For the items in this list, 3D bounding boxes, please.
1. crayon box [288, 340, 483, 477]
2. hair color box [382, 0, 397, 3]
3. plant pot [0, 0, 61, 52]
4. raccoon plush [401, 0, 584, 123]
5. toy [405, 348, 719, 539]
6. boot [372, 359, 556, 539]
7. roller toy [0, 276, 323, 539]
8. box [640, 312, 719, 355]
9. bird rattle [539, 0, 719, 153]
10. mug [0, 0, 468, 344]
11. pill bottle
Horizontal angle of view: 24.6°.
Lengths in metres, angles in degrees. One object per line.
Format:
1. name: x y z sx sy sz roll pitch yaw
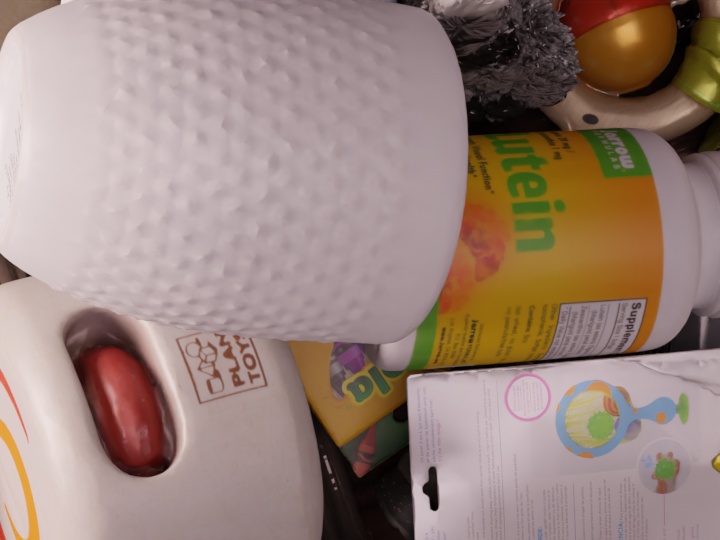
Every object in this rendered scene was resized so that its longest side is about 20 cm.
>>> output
1. crayon box: 0.000 0.000 0.878 0.126 0.051 0.201 -35 101 -5
2. hair color box: -0.010 -0.216 0.827 0.060 0.099 0.202 4 95 -9
3. plant pot: -0.176 -0.105 0.784 0.187 0.187 0.201 -39 113 -3
4. raccoon plush: 0.062 -0.157 0.795 0.096 0.200 0.135 -2 77 -8
5. toy: 0.122 0.098 0.829 0.198 0.047 0.116 -4 98 -3
6. boot: 0.114 0.128 0.883 0.200 0.068 0.131 40 99 -19
7. roller toy: -0.101 0.085 0.793 0.139 0.200 0.184 -14 114 -24
8. box: 0.237 0.048 0.922 0.156 0.050 0.202 3 96 -11
9. bird rattle: 0.156 -0.143 0.867 0.162 0.113 0.202 -23 97 10
10. mug: -0.066 -0.070 0.702 0.174 0.148 0.202 4 63 -22
11. pill bottle: 0.099 -0.013 0.812 0.198 0.111 0.112 -4 97 -11
